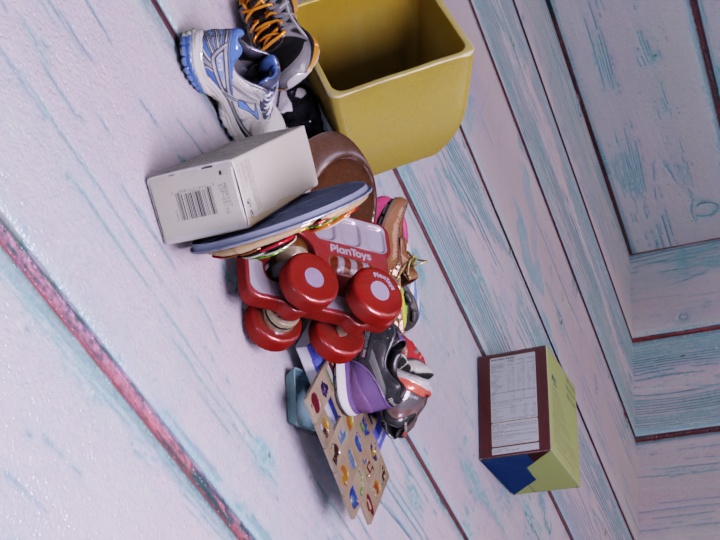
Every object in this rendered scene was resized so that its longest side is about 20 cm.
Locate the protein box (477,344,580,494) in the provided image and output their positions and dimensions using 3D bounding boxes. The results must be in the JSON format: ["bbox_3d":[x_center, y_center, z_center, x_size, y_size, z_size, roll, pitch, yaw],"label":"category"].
[{"bbox_3d":[0.308,0.276,2.122,0.199,0.133,0.202,48,37,-52],"label":"protein box"}]

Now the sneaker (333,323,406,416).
[{"bbox_3d":[0.015,0.070,1.405,0.076,0.087,0.203,23,57,-64],"label":"sneaker"}]

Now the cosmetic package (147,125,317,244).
[{"bbox_3d":[-0.130,-0.094,1.229,0.200,0.102,0.074,-39,117,-65],"label":"cosmetic package"}]

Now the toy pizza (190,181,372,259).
[{"bbox_3d":[-0.079,-0.046,1.198,0.032,0.198,0.200,71,22,-10],"label":"toy pizza"}]

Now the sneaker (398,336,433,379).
[{"bbox_3d":[0.031,0.115,1.612,0.086,0.077,0.200,65,14,23],"label":"sneaker"}]

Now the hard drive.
[{"bbox_3d":[-0.019,0.148,1.452,0.132,0.025,0.202,-62,136,-60],"label":"hard drive"}]

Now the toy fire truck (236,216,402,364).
[{"bbox_3d":[-0.049,0.000,1.318,0.198,0.112,0.170,14,51,-28],"label":"toy fire truck"}]

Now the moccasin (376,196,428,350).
[{"bbox_3d":[0.044,0.005,1.496,0.074,0.077,0.204,107,-10,-72],"label":"moccasin"}]

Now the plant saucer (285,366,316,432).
[{"bbox_3d":[-0.043,0.172,1.439,0.200,0.019,0.071,34,49,-62],"label":"plant saucer"}]

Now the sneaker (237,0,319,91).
[{"bbox_3d":[-0.109,-0.295,1.398,0.077,0.078,0.201,39,23,-48],"label":"sneaker"}]

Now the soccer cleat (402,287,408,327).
[{"bbox_3d":[-0.001,0.000,1.560,0.083,0.064,0.202,-31,102,-43],"label":"soccer cleat"}]

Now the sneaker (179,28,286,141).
[{"bbox_3d":[-0.124,-0.204,1.321,0.200,0.084,0.078,46,38,-56],"label":"sneaker"}]

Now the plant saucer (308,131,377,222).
[{"bbox_3d":[-0.036,-0.069,1.436,0.200,0.034,0.203,-25,122,-50],"label":"plant saucer"}]

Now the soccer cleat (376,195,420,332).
[{"bbox_3d":[0.044,-0.009,1.699,0.086,0.069,0.203,-49,129,-83],"label":"soccer cleat"}]

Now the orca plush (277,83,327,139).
[{"bbox_3d":[-0.064,-0.152,1.466,0.105,0.070,0.202,53,34,-48],"label":"orca plush"}]

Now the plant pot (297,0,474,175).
[{"bbox_3d":[0.031,-0.244,1.543,0.201,0.193,0.195,80,-13,-51],"label":"plant pot"}]

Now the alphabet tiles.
[{"bbox_3d":[-0.010,0.196,1.405,0.167,0.007,0.202,-60,135,-60],"label":"alphabet tiles"}]

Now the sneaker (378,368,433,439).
[{"bbox_3d":[0.045,0.173,1.491,0.200,0.076,0.083,63,46,-78],"label":"sneaker"}]
